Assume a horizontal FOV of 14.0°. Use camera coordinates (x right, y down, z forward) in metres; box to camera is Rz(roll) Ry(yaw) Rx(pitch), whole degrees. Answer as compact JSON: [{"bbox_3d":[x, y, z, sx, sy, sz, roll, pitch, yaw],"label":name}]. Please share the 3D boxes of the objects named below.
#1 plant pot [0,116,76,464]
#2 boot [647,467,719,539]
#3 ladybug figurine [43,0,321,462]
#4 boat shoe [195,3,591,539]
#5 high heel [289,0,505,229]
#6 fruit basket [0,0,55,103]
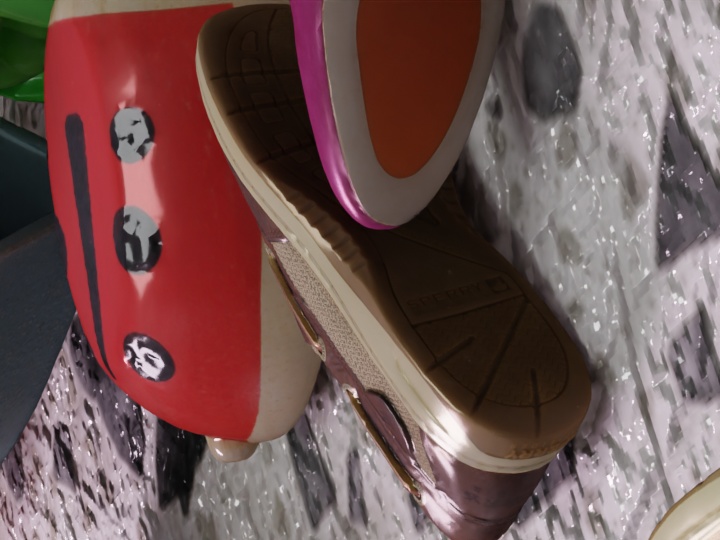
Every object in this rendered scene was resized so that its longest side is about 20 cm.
[{"bbox_3d":[-0.243,0.038,1.160,0.195,0.196,0.201,28,120,19],"label":"plant pot"},{"bbox_3d":[0.136,0.105,0.640,0.200,0.072,0.156,-47,53,52],"label":"boot"},{"bbox_3d":[-0.064,-0.032,1.015,0.136,0.071,0.202,-9,90,64],"label":"ladybug figurine"},{"bbox_3d":[0.000,0.000,0.898,0.200,0.072,0.072,55,143,33],"label":"boat shoe"},{"bbox_3d":[-0.007,-0.110,0.877,0.096,0.067,0.202,-7,76,55],"label":"high heel"},{"bbox_3d":[-0.188,-0.088,1.087,0.155,0.214,0.217,-12,87,64],"label":"fruit basket"}]
